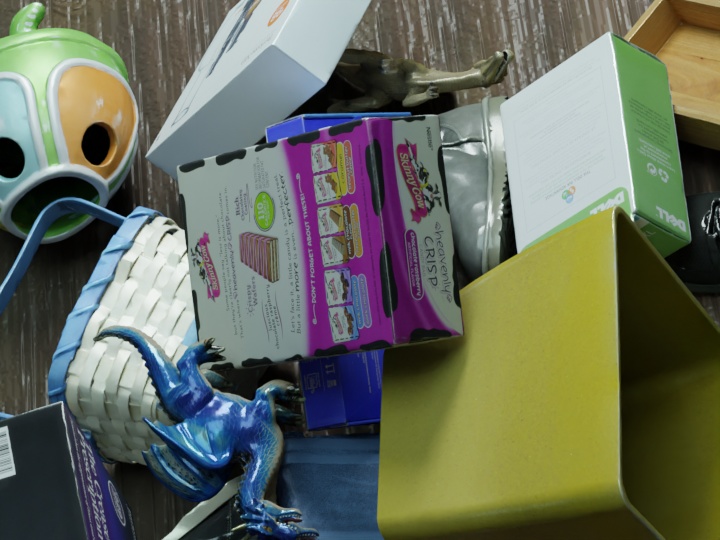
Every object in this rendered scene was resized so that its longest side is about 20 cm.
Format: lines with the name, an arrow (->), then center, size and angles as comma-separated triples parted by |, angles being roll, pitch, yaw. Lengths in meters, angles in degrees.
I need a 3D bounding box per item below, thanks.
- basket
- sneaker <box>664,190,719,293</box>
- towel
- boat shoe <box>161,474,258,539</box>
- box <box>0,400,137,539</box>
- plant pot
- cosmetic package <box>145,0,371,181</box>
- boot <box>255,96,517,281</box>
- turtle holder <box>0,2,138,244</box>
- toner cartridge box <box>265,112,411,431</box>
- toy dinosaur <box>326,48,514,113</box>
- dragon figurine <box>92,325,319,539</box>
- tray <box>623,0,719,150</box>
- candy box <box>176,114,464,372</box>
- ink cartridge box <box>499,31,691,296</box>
basket -> -0.164, 0.046, 1.769 | 0.199, 0.139, 0.177 | 20, 65, 21
sneaker -> 0.267, -0.034, 1.705 | 0.199, 0.082, 0.073 | -3, 60, 20
towel -> 0.004, 0.193, 1.650 | 0.111, 0.049, 0.200 | 3, 52, -20
boat shoe -> -0.124, 0.216, 1.686 | 0.200, 0.072, 0.068 | -39, 74, -7
box -> -0.173, 0.202, 1.571 | 0.079, 0.141, 0.200 | -17, 55, 1
plant pot -> 0.118, 0.111, 1.602 | 0.176, 0.200, 0.201 | -15, 53, 25
cosmetic package -> -0.060, -0.156, 1.838 | 0.200, 0.052, 0.151 | -35, 25, 53
boot -> 0.009, -0.041, 1.811 | 0.199, 0.073, 0.182 | -7, 43, 8
turtle holder -> -0.246, -0.086, 1.889 | 0.185, 0.141, 0.132 | -20, 54, 4
toner cartridge box -> 0.000, 0.000, 1.715 | 0.043, 0.095, 0.201 | -14, 81, 49
toy dinosaur -> 0.014, -0.135, 1.870 | 0.200, 0.101, 0.058 | 10, 103, 41
dragon figurine -> -0.100, 0.101, 1.628 | 0.200, 0.059, 0.100 | 29, 62, 12
tray -> 0.250, -0.128, 1.767 | 0.099, 0.037, 0.200 | -50, 38, -16
candy box -> -0.027, -0.014, 1.625 | 0.200, 0.061, 0.137 | -9, 86, 50
ink cartridge box -> 0.155, -0.044, 1.724 | 0.104, 0.059, 0.201 | -32, 47, 36
